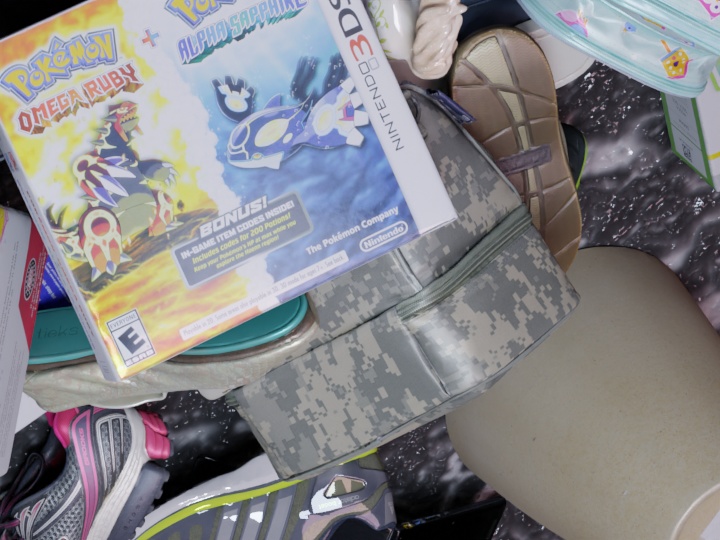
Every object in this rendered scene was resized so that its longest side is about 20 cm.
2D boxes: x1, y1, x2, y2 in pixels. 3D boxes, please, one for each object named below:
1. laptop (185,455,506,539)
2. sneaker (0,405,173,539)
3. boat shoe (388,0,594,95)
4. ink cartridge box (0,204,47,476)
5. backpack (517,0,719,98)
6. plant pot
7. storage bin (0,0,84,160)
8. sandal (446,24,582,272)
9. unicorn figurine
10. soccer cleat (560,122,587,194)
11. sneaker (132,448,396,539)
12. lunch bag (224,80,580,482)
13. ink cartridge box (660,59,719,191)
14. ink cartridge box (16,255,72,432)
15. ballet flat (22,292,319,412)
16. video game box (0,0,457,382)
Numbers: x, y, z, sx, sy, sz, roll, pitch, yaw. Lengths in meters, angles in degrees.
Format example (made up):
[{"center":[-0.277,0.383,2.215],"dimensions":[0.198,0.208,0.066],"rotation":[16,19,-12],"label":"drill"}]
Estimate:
[{"center":[-0.032,0.214,1.750],"dimensions":[0.200,0.116,0.188],"rotation":[-8,126,-53],"label":"laptop"},{"center":[-0.188,0.163,1.602],"dimensions":[0.075,0.081,0.200],"rotation":[20,101,-30],"label":"sneaker"},{"center":[0.038,-0.126,1.555],"dimensions":[0.200,0.062,0.075],"rotation":[-19,138,-11],"label":"boat shoe"},{"center":[-0.235,0.029,1.388],"dimensions":[0.200,0.085,0.148],"rotation":[26,75,-78],"label":"ink cartridge box"},{"center":[0.167,-0.185,1.480],"dimensions":[0.176,0.200,0.153],"rotation":[26,103,-17],"label":"backpack"},{"center":[0.182,0.112,1.697],"dimensions":[0.187,0.200,0.188],"rotation":[-14,124,-22],"label":"plant pot"},{"center":[-0.209,-0.163,1.376],"dimensions":[0.135,0.094,0.200],"rotation":[-24,127,-14],"label":"storage bin"},{"center":[0.082,-0.060,1.565],"dimensions":[0.080,0.054,0.200],"rotation":[-14,124,-9],"label":"sandal"},{"center":[0.007,-0.167,1.436],"dimensions":[0.074,0.200,0.138],"rotation":[-8,127,-6],"label":"unicorn figurine"},{"center":[0.054,-0.021,1.632],"dimensions":[0.200,0.068,0.081],"rotation":[-45,124,5],"label":"soccer cleat"},{"center":[-0.069,0.159,1.629],"dimensions":[0.200,0.074,0.081],"rotation":[-27,86,13],"label":"sneaker"},{"center":[0.000,0.000,1.508],"dimensions":[0.168,0.200,0.139],"rotation":[56,46,-7],"label":"lunch bag"},{"center":[0.232,-0.158,1.648],"dimensions":[0.104,0.059,0.200],"rotation":[-26,128,-12],"label":"ink cartridge box"},{"center":[-0.205,0.041,1.539],"dimensions":[0.200,0.039,0.100],"rotation":[-34,129,-5],"label":"ink cartridge box"},{"center":[-0.104,0.044,1.484],"dimensions":[0.200,0.068,0.062],"rotation":[-5,136,25],"label":"ballet flat"},{"center":[-0.075,-0.067,1.368],"dimensions":[0.200,0.047,0.182],"rotation":[-26,94,-13],"label":"video game box"}]
